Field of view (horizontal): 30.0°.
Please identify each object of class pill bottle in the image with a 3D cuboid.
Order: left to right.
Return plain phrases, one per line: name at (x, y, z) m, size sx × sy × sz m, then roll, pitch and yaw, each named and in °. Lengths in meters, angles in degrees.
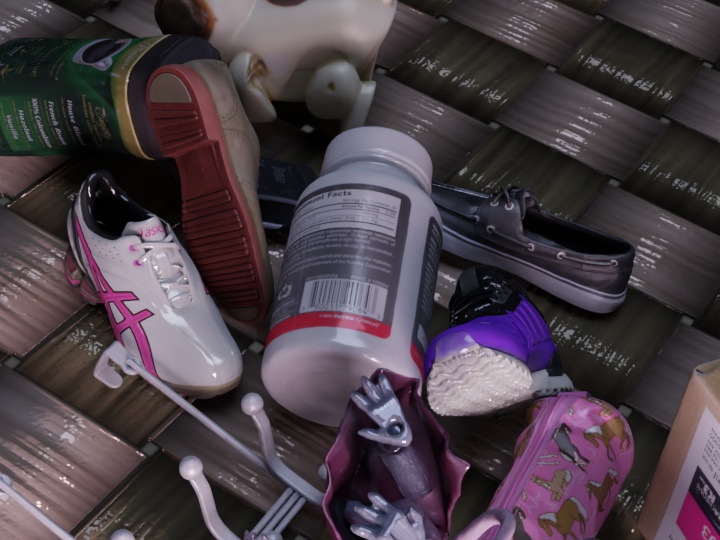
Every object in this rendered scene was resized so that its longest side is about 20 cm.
pill bottle at (0.000, 0.000, 0.954) m, size 0.110 × 0.111 × 0.201 m, roll 10°, pitch 56°, yaw 0°

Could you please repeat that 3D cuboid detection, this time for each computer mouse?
computer mouse at (-0.057, -0.038, 1.077) m, size 0.198 × 0.046 × 0.141 m, roll 7°, pitch 37°, yaw -21°

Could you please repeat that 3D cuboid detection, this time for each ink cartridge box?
ink cartridge box at (0.264, 0.174, 0.820) m, size 0.075 × 0.166 × 0.201 m, roll -13°, pitch 46°, yaw -21°

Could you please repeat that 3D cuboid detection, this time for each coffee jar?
coffee jar at (-0.210, -0.139, 1.080) m, size 0.198 × 0.086 × 0.104 m, roll 3°, pitch 33°, yaw 24°

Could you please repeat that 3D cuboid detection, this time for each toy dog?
toy dog at (-0.079, -0.203, 1.149) m, size 0.198 × 0.194 × 0.140 m, roll 14°, pitch 54°, yaw -5°

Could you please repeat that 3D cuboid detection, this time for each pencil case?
pencil case at (0.112, 0.164, 0.857) m, size 0.082 × 0.087 × 0.200 m, roll 31°, pitch 43°, yaw 8°

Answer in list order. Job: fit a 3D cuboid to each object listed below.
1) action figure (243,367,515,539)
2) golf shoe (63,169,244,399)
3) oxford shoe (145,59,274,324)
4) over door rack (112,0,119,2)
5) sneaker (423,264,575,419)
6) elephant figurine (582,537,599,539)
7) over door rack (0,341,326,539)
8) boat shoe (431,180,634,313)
action figure at (0.023, 0.147, 0.777) m, size 0.148 × 0.201 × 0.134 m, roll 28°, pitch 59°, yaw 18°
golf shoe at (-0.153, 0.010, 0.969) m, size 0.072 × 0.093 × 0.200 m, roll -25°, pitch 54°, yaw -34°
oxford shoe at (-0.093, -0.062, 1.003) m, size 0.070 × 0.202 × 0.075 m, roll -4°, pitch 16°, yaw 37°
over door rack at (-0.160, -0.340, 1.268) m, size 0.146 × 0.202 × 0.067 m, roll 12°, pitch 17°, yaw 1°
sneaker at (0.083, 0.043, 0.914) m, size 0.069 × 0.200 × 0.100 m, roll -21°, pitch 72°, yaw 18°
elephant figurine at (0.163, 0.213, 0.763) m, size 0.141 × 0.155 × 0.201 m, roll 34°, pitch 49°, yaw -26°
over door rack at (-0.131, 0.129, 0.851) m, size 0.199 × 0.067 × 0.148 m, roll 28°, pitch 44°, yaw 18°
boat shoe at (0.128, -0.035, 1.083) m, size 0.199 × 0.067 × 0.070 m, roll 28°, pitch 34°, yaw 15°
